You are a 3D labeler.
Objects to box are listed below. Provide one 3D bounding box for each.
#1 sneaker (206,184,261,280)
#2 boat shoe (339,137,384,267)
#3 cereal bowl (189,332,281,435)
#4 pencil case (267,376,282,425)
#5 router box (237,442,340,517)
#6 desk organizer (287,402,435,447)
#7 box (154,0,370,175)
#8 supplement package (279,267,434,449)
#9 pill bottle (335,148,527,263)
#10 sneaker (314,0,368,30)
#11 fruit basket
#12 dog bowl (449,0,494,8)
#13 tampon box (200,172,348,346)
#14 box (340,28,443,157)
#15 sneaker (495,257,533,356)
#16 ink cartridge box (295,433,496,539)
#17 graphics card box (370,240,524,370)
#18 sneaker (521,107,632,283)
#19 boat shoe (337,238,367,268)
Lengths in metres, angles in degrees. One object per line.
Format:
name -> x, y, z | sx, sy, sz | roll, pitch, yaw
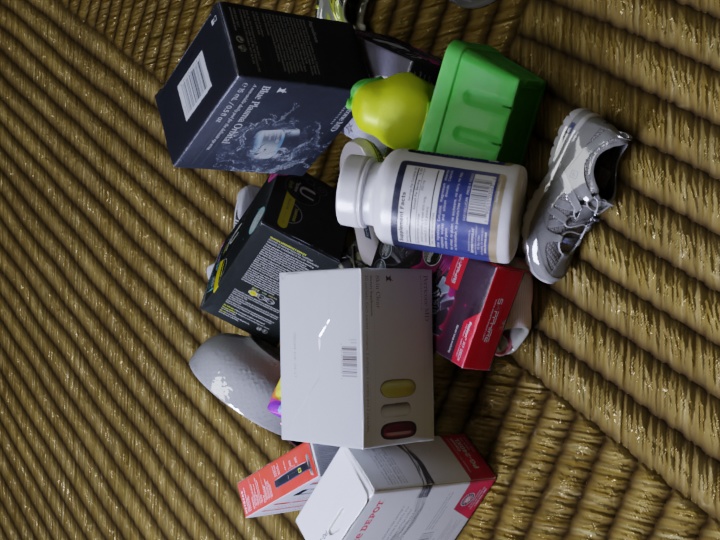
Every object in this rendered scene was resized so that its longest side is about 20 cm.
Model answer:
sneaker -> -0.191, -0.031, 1.847 | 0.115, 0.075, 0.200 | -6, 86, 49
boat shoe -> 0.037, -0.094, 1.487 | 0.075, 0.093, 0.200 | 34, 144, 41
cereal bowl -> -0.143, 0.152, 1.688 | 0.083, 0.200, 0.200 | -57, 43, 5
pencil case -> -0.050, 0.112, 1.512 | 0.088, 0.088, 0.200 | 11, 76, 52
router box -> -0.028, 0.260, 1.511 | 0.179, 0.200, 0.049 | -37, 62, 44
desk organizer -> -0.005, 0.199, 1.554 | 0.200, 0.077, 0.072 | -39, 77, 37
box -> -0.124, -0.224, 1.487 | 0.197, 0.200, 0.118 | -44, 55, 46
supplement package -> -0.005, 0.098, 1.363 | 0.156, 0.111, 0.200 | -3, 88, 50
pill bottle -> 0.079, -0.076, 1.305 | 0.200, 0.111, 0.111 | 10, 96, 14
sneaker -> -0.015, -0.421, 1.663 | 0.076, 0.075, 0.200 | 12, 107, 45
fruit basket -> 0.094, -0.178, 1.401 | 0.215, 0.155, 0.216 | 4, 98, 29
dog bowl -> 0.134, -0.435, 1.471 | 0.200, 0.059, 0.200 | -6, 83, 53
tampon box -> -0.118, -0.024, 1.668 | 0.200, 0.126, 0.150 | -51, 18, 37
box -> 0.032, -0.233, 1.541 | 0.200, 0.115, 0.132 | 36, 115, 48
sneaker -> 0.130, 0.061, 1.422 | 0.200, 0.075, 0.105 | -24, 63, 45
ink cartridge box -> 0.042, 0.279, 1.418 | 0.083, 0.200, 0.145 | 55, 128, 38
graphics card box -> 0.091, 0.022, 1.382 | 0.200, 0.051, 0.126 | 31, 107, 47
sneaker -> 0.239, -0.074, 1.294 | 0.082, 0.075, 0.200 | 30, 115, 42
boat shoe -> -0.001, 0.000, 1.605 | 0.201, 0.066, 0.072 | -58, 47, 33
